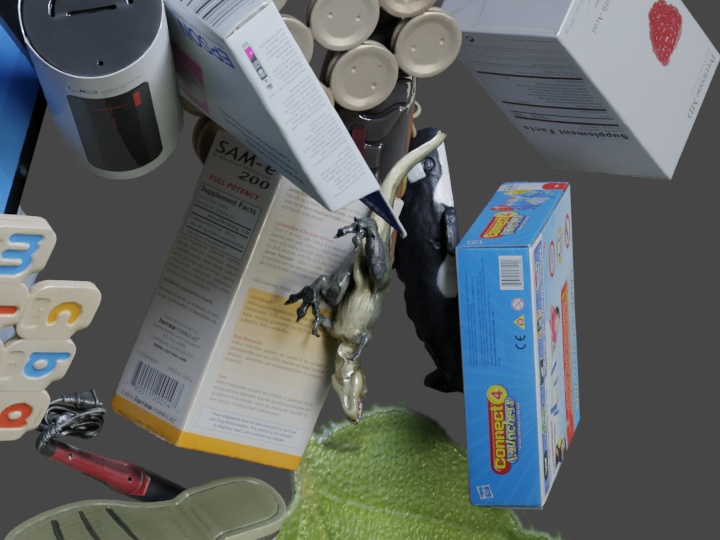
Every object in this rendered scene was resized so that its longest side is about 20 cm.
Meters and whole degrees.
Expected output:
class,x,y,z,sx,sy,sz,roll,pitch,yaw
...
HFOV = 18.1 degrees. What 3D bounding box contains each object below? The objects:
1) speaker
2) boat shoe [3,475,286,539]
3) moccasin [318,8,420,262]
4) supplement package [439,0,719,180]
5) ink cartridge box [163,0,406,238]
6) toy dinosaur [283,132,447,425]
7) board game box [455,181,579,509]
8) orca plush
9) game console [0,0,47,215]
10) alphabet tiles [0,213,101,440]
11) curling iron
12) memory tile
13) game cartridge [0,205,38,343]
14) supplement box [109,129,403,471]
class,x,y,z,sx,sy,sz,roll,pitch,yaw
speaker,-0.148,-0.119,1.318,0.200,0.081,0.081,97,13,-76
boat shoe,-0.141,0.189,1.464,0.200,0.075,0.068,-6,130,-33
moccasin,0.007,-0.096,1.591,0.078,0.074,0.202,-90,178,-71
supplement package,0.169,-0.174,1.732,0.200,0.120,0.121,44,63,-45
ink cartridge box,-0.074,-0.114,1.356,0.043,0.196,0.200,-39,131,-11
toy dinosaur,0.000,0.000,1.470,0.088,0.047,0.200,5,104,-64
board game box,0.121,0.051,1.704,0.196,0.056,0.200,-49,137,-70
orca plush,0.036,-0.002,1.672,0.105,0.071,0.200,-103,-174,-64
game console,-0.199,-0.115,1.267,0.118,0.171,0.200,27,50,-24
alphabet tiles,-0.247,0.048,1.261,0.195,0.015,0.200,2,128,-40
curling iron,-0.146,0.130,1.479,0.050,0.026,0.200,-40,141,6
memory tile,-0.035,-0.158,1.489,0.200,0.017,0.153,-27,127,-8
game cartridge,-0.257,-0.017,1.299,0.200,0.040,0.133,49,46,-48
supplement box,-0.068,0.022,1.498,0.126,0.073,0.200,19,94,-50
